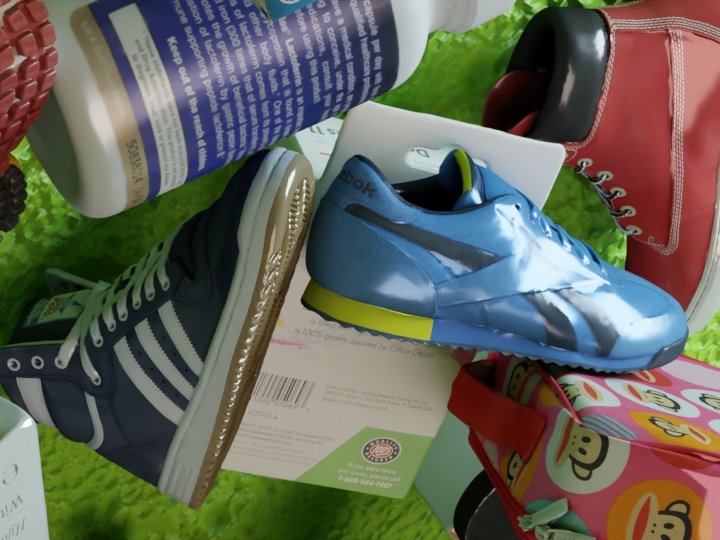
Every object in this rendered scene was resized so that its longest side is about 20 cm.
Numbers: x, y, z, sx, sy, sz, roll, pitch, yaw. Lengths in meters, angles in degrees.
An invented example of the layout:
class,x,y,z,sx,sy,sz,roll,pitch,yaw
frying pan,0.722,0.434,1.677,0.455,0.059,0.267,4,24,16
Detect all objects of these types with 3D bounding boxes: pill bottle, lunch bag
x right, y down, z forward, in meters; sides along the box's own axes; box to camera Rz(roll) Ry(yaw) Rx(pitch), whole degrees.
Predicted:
class,x,y,z,sx,sy,sz,roll,pitch,yaw
pill bottle,-0.043,-0.110,1.079,0.199,0.116,0.116,-25,137,-15
lunch bag,0.123,0.082,1.195,0.175,0.200,0.082,17,101,-10

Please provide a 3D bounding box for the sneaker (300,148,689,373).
class,x,y,z,sx,sy,sz,roll,pitch,yaw
sneaker,0.069,-0.005,1.165,0.199,0.066,0.079,10,101,-31

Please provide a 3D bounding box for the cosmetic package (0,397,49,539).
class,x,y,z,sx,sy,sz,roll,pitch,yaw
cosmetic package,-0.235,0.142,1.089,0.165,0.164,0.201,-44,147,-37

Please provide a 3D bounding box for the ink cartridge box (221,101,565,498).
class,x,y,z,sx,sy,sz,roll,pitch,yaw
ink cartridge box,0.000,0.000,1.229,0.116,0.067,0.201,12,120,-25

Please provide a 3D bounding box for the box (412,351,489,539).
class,x,y,z,sx,sy,sz,roll,pitch,yaw
box,0.121,0.116,1.394,0.124,0.098,0.200,-43,130,4

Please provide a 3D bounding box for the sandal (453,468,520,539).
class,x,y,z,sx,sy,sz,roll,pitch,yaw
sandal,0.130,0.151,1.326,0.200,0.048,0.076,21,109,-34

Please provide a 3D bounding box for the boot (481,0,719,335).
class,x,y,z,sx,sy,sz,roll,pitch,yaw
boot,0.116,-0.044,1.297,0.143,0.072,0.201,-11,128,-24

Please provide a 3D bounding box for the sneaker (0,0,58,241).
class,x,y,z,sx,sy,sz,roll,pitch,yaw
sneaker,-0.172,-0.064,1.013,0.078,0.082,0.200,-37,167,-29

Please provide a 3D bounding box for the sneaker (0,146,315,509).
class,x,y,z,sx,sy,sz,roll,pitch,yaw
sneaker,-0.091,0.013,1.141,0.070,0.108,0.201,-61,173,-47

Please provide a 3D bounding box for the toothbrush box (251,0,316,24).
class,x,y,z,sx,sy,sz,roll,pitch,yaw
toothbrush box,0.011,-0.202,1.015,0.199,0.147,0.086,-26,138,-13
